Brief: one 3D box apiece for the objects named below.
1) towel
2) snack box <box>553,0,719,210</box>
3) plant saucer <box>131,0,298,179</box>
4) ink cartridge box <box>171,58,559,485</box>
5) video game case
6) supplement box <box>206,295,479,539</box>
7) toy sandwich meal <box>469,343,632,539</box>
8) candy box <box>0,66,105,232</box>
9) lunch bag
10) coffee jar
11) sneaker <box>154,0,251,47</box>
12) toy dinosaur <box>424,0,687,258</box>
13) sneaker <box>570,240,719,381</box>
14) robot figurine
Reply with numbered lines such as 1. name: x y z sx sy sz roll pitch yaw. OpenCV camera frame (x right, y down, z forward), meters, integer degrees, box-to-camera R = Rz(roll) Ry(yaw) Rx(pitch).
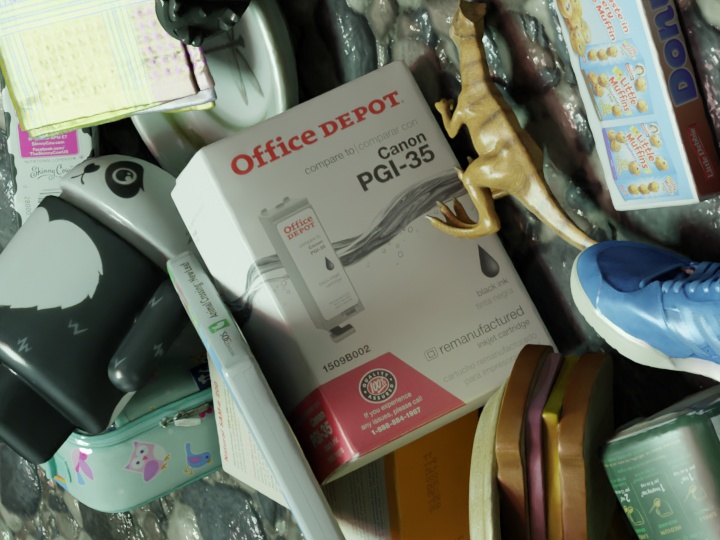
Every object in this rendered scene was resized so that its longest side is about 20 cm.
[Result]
1. towel: -0.175 -0.183 1.789 0.143 0.023 0.201 -11 103 26
2. snack box: 0.135 -0.131 1.509 0.072 0.024 0.201 -4 105 56
3. plant saucer: -0.090 -0.139 1.815 0.200 0.050 0.201 33 134 42
4. ink cartridge box: 0.000 0.000 1.664 0.201 0.146 0.083 62 160 7
5. video game case: -0.049 0.103 1.680 0.201 0.022 0.182 65 176 -24
6. supplement box: -0.010 0.094 1.817 0.200 0.073 0.127 26 130 46
7. toy sandwich meal: 0.115 0.138 1.599 0.070 0.205 0.206 -6 108 19
8. candy box: -0.207 -0.128 1.928 0.137 0.061 0.201 -98 4 -60
9. lunch bag: -0.165 0.077 1.949 0.200 0.160 0.077 35 138 48
10. coffee jar: 0.210 0.162 1.522 0.104 0.085 0.201 -24 89 51
11. sneaker: -0.089 -0.235 1.704 0.098 0.071 0.202 26 108 59
12. toy dinosaur: 0.085 -0.055 1.597 0.201 0.060 0.106 58 145 14
13. sneaker: 0.191 0.007 1.459 0.200 0.077 0.112 34 142 35
14. robot figurine: -0.178 0.021 1.828 0.150 0.200 0.125 35 170 9
